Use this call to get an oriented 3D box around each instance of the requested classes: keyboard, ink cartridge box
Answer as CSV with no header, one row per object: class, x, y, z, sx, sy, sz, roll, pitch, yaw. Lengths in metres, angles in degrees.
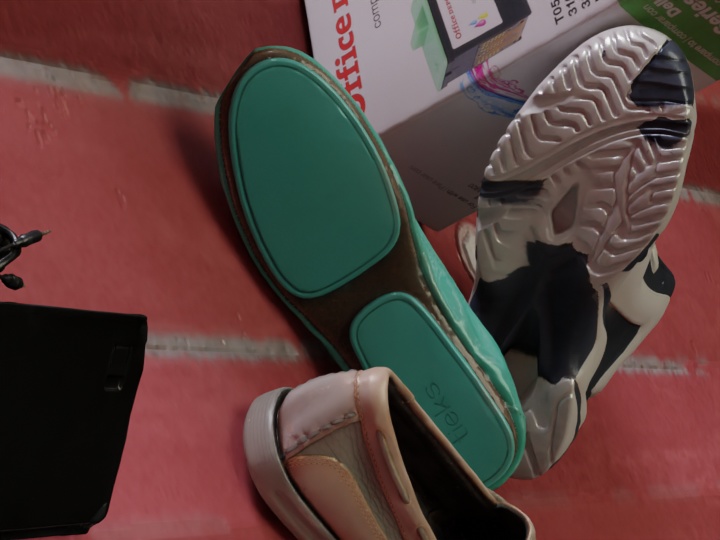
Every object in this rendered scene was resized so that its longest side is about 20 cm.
keyboard,-0.133,0.029,0.812,0.200,0.039,0.105,8,98,-62
ink cartridge box,0.075,-0.130,1.173,0.084,0.199,0.146,29,43,-46

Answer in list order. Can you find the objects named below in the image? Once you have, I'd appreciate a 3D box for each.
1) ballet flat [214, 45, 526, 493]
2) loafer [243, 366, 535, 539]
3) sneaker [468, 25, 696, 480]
ballet flat,0.000,0.000,1.086,0.201,0.067,0.070,59,2,-11
loafer,0.036,0.106,1.041,0.200,0.063,0.072,44,33,-36
sneaker,0.097,-0.019,1.157,0.130,0.079,0.200,-47,150,-67
